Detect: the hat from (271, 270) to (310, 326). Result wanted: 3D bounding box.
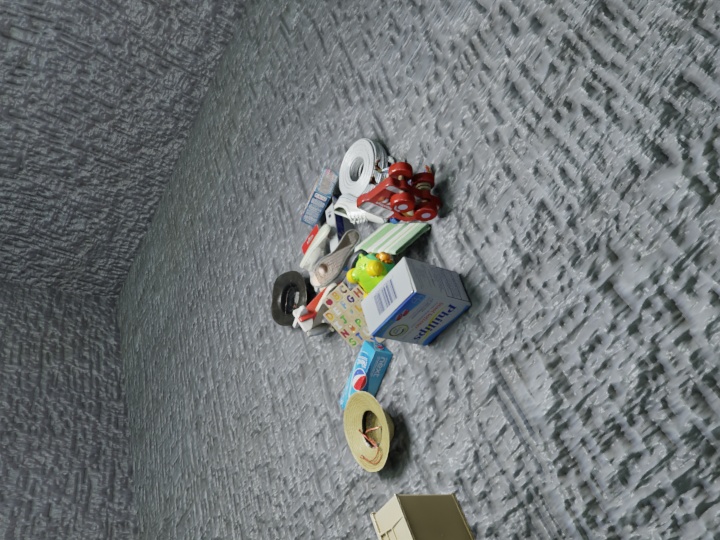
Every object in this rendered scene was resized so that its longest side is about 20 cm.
[{"bbox_3d":[-0.221,0.098,2.054,0.197,0.080,0.208,-10,76,45],"label":"hat"}]

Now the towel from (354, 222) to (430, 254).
[{"bbox_3d":[0.083,-0.087,1.664,0.198,0.152,0.024,4,126,53],"label":"towel"}]

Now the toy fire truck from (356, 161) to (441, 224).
[{"bbox_3d":[0.107,-0.183,1.589,0.166,0.196,0.115,-28,56,45],"label":"toy fire truck"}]

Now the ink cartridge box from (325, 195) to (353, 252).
[{"bbox_3d":[-0.060,-0.126,1.882,0.039,0.098,0.205,-25,58,30],"label":"ink cartridge box"}]

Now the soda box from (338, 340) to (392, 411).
[{"bbox_3d":[0.013,0.302,1.676,0.064,0.066,0.205,37,109,52],"label":"soda box"}]

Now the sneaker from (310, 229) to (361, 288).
[{"bbox_3d":[-0.063,-0.022,1.755,0.073,0.085,0.200,41,84,18],"label":"sneaker"}]

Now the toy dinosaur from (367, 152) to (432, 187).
[{"bbox_3d":[0.119,-0.262,1.706,0.177,0.200,0.108,20,77,12],"label":"toy dinosaur"}]

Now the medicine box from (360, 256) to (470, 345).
[{"bbox_3d":[0.134,0.081,1.469,0.183,0.196,0.105,-47,45,33],"label":"medicine box"}]

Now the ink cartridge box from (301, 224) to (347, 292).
[{"bbox_3d":[-0.120,-0.037,1.963,0.117,0.066,0.203,-51,44,31],"label":"ink cartridge box"}]

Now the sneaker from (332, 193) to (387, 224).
[{"bbox_3d":[-0.001,-0.169,1.808,0.197,0.074,0.071,22,65,40],"label":"sneaker"}]

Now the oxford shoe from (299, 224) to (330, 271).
[{"bbox_3d":[-0.129,-0.068,1.864,0.201,0.057,0.076,-55,8,43],"label":"oxford shoe"}]

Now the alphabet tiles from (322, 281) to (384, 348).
[{"bbox_3d":[-0.014,0.133,1.693,0.166,0.201,0.006,-38,7,36],"label":"alphabet tiles"}]

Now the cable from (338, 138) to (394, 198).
[{"bbox_3d":[0.007,-0.307,1.874,0.203,0.068,0.202,-58,40,24],"label":"cable"}]

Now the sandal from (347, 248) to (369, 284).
[{"bbox_3d":[0.000,0.001,1.692,0.075,0.201,0.043,-34,62,-9],"label":"sandal"}]

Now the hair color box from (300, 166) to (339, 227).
[{"bbox_3d":[-0.136,-0.238,1.982,0.200,0.059,0.102,128,162,-59],"label":"hair color box"}]

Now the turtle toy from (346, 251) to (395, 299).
[{"bbox_3d":[0.064,0.030,1.590,0.101,0.201,0.145,-47,16,-29],"label":"turtle toy"}]

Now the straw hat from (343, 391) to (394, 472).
[{"bbox_3d":[0.043,0.416,1.587,0.198,0.083,0.208,4,95,52],"label":"straw hat"}]

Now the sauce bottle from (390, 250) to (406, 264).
[{"bbox_3d":[0.051,-0.049,1.740,0.198,0.063,0.067,3,81,57],"label":"sauce bottle"}]

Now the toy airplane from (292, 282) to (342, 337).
[{"bbox_3d":[-0.109,0.124,1.808,0.140,0.200,0.201,36,91,7],"label":"toy airplane"}]

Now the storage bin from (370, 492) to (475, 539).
[{"bbox_3d":[0.150,0.590,1.290,0.094,0.196,0.201,-50,43,26],"label":"storage bin"}]
